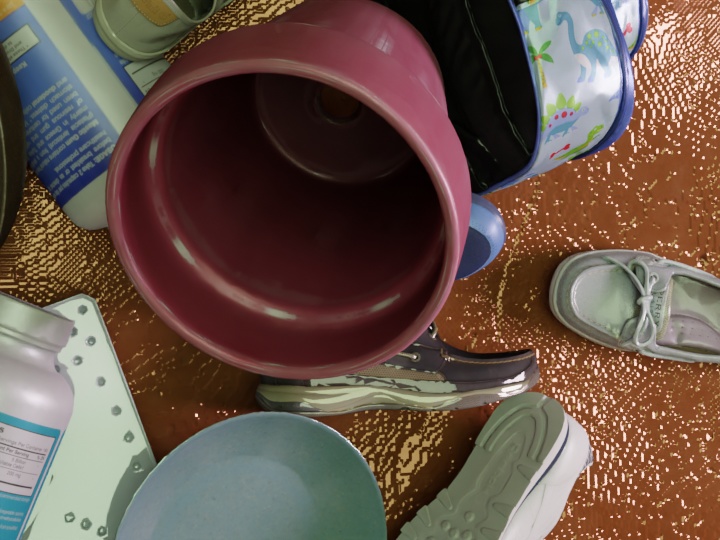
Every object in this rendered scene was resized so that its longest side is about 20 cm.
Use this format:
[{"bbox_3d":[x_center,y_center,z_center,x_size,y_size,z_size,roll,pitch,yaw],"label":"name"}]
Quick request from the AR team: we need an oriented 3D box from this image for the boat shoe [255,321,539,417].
[{"bbox_3d":[0.027,0.059,0.910,0.198,0.074,0.074,-3,88,-12],"label":"boat shoe"}]

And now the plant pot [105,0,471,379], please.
[{"bbox_3d":[-0.026,-0.068,0.779,0.198,0.179,0.201,7,125,10],"label":"plant pot"}]

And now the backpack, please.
[{"bbox_3d":[0.098,-0.162,0.874,0.146,0.183,0.201,-20,91,-24],"label":"backpack"}]

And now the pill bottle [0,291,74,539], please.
[{"bbox_3d":[-0.244,0.112,0.808,0.110,0.111,0.201,23,84,-10],"label":"pill bottle"}]

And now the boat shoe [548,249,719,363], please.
[{"bbox_3d":[0.235,0.031,0.957,0.200,0.065,0.075,17,85,-11],"label":"boat shoe"}]

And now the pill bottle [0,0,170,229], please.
[{"bbox_3d":[-0.166,-0.098,0.855,0.112,0.112,0.201,-37,96,-10],"label":"pill bottle"}]

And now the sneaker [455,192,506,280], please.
[{"bbox_3d":[0.000,0.000,0.879,0.198,0.083,0.074,-10,126,4],"label":"sneaker"}]

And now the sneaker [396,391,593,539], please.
[{"bbox_3d":[0.089,0.182,0.918,0.200,0.076,0.081,-49,137,-5],"label":"sneaker"}]

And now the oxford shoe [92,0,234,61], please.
[{"bbox_3d":[-0.101,-0.203,0.854,0.075,0.058,0.200,45,42,-14],"label":"oxford shoe"}]

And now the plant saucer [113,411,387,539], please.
[{"bbox_3d":[-0.077,0.188,0.885,0.200,0.039,0.203,-5,101,-28],"label":"plant saucer"}]

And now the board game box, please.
[{"bbox_3d":[-0.236,0.142,0.878,0.199,0.026,0.201,-21,93,-12],"label":"board game box"}]

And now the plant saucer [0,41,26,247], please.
[{"bbox_3d":[-0.257,-0.094,0.810,0.032,0.199,0.202,-17,92,-41],"label":"plant saucer"}]
